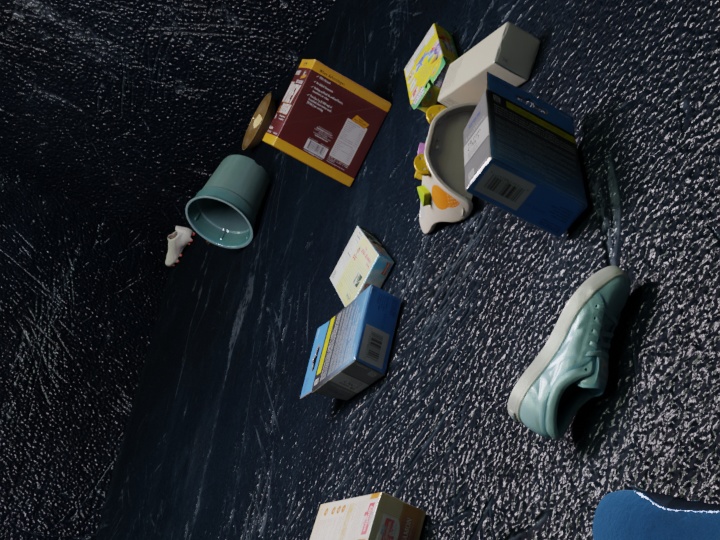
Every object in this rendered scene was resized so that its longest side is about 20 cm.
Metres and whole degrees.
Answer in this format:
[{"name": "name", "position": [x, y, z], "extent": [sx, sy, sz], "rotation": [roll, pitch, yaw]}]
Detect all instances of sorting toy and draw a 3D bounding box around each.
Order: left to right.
[{"name": "sorting toy", "position": [0.131, -0.153, 1.884], "extent": [0.181, 0.106, 0.202], "rotation": [107, 178, -59]}]

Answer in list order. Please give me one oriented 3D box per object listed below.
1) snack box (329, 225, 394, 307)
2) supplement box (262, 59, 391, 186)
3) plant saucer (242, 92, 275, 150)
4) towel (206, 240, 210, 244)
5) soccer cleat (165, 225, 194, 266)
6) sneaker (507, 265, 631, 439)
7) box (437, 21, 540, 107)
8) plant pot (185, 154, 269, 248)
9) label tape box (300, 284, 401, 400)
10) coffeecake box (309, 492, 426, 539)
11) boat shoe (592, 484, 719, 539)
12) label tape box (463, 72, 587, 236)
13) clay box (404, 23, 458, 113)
[{"name": "snack box", "position": [0.000, 0.000, 2.107], "extent": [0.117, 0.037, 0.200], "rotation": [-62, 17, 10]}, {"name": "supplement box", "position": [-0.074, -0.321, 2.504], "extent": [0.201, 0.196, 0.133], "rotation": [-62, 18, 3]}, {"name": "plant saucer", "position": [-0.317, -0.468, 3.694], "extent": [0.201, 0.035, 0.201], "rotation": [-55, 19, 30]}, {"name": "towel", "position": [-0.425, -0.165, 3.618], "extent": [0.200, 0.022, 0.148], "rotation": [-29, 38, 65]}, {"name": "soccer cleat", "position": [-0.651, -0.090, 4.073], "extent": [0.200, 0.077, 0.070], "rotation": [-49, 23, 42]}, {"name": "sneaker", "position": [0.244, 0.094, 1.242], "extent": [0.082, 0.074, 0.201], "rotation": [34, 94, 42]}, {"name": "box", "position": [0.208, -0.326, 1.902], "extent": [0.200, 0.068, 0.083], "rotation": [-22, 46, 65]}, {"name": "plant pot", "position": [-0.354, -0.201, 3.195], "extent": [0.200, 0.199, 0.197], "rotation": [-42, 21, 51]}, {"name": "label tape box", "position": [-0.017, 0.132, 1.927], "extent": [0.200, 0.063, 0.145], "rotation": [-41, 29, 53]}, {"name": "coffeecake box", "position": [-0.007, 0.385, 1.528], "extent": [0.200, 0.073, 0.155], "rotation": [-31, 37, 61]}, {"name": "boat shoe", "position": [0.270, 0.229, 0.957], "extent": [0.200, 0.068, 0.085], "rotation": [1, 79, 66]}, {"name": "label tape box", "position": [0.210, -0.152, 1.503], "extent": [0.063, 0.143, 0.201], "rotation": [-54, 19, 35]}, {"name": "clay box", "position": [0.138, -0.383, 2.222], "extent": [0.115, 0.047, 0.201], "rotation": [-55, 21, 26]}]
